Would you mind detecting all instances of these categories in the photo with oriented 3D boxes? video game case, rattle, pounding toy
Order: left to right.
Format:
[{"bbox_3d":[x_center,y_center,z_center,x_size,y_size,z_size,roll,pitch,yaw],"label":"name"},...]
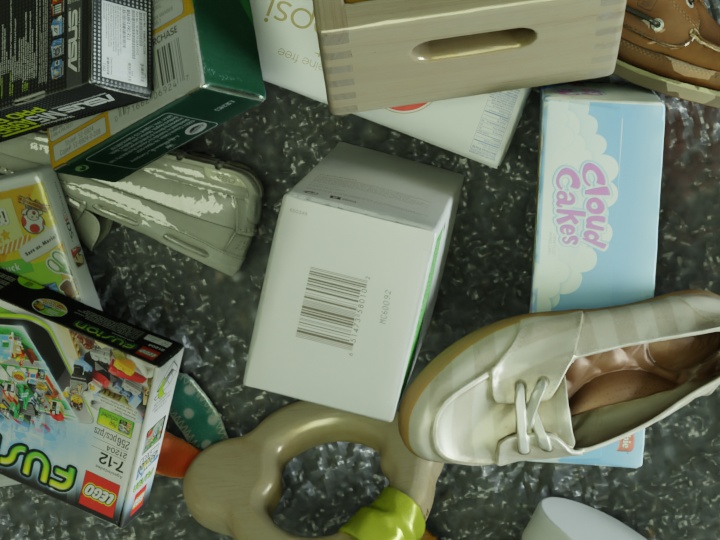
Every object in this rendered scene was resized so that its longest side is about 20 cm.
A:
[{"bbox_3d":[-0.239,0.043,1.151,0.199,0.023,0.183,-10,105,25],"label":"video game case"},{"bbox_3d":[-0.041,0.145,1.174,0.199,0.143,0.131,3,68,22],"label":"rattle"},{"bbox_3d":[0.066,-0.205,1.002,0.199,0.142,0.185,-8,71,1],"label":"pounding toy"}]

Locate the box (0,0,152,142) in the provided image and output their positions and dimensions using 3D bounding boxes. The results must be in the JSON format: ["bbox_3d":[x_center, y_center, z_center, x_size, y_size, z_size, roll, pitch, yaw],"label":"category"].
[{"bbox_3d":[-0.181,-0.179,1.058,0.160,0.044,0.201,-11,76,42],"label":"box"}]

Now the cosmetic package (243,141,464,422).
[{"bbox_3d":[0.000,0.000,1.056,0.085,0.200,0.108,14,103,5],"label":"cosmetic package"}]

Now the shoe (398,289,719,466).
[{"bbox_3d":[0.115,0.054,0.990,0.199,0.053,0.070,-17,109,-16],"label":"shoe"}]

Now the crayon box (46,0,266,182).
[{"bbox_3d":[-0.125,-0.165,1.069,0.126,0.051,0.201,-24,69,38],"label":"crayon box"}]

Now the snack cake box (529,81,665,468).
[{"bbox_3d":[0.129,-0.001,1.083,0.067,0.115,0.201,3,100,6],"label":"snack cake box"}]

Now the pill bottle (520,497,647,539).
[{"bbox_3d":[0.099,0.239,1.130,0.111,0.111,0.201,25,101,2],"label":"pill bottle"}]

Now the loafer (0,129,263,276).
[{"bbox_3d":[-0.157,-0.047,1.135,0.199,0.070,0.070,15,98,7],"label":"loafer"}]

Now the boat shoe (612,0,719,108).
[{"bbox_3d":[0.163,-0.138,1.077,0.199,0.072,0.068,16,102,4],"label":"boat shoe"}]

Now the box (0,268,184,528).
[{"bbox_3d":[-0.205,0.058,1.110,0.199,0.035,0.110,21,115,13],"label":"box"}]

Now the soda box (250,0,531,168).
[{"bbox_3d":[-0.002,-0.124,1.102,0.199,0.068,0.064,22,101,3],"label":"soda box"}]
